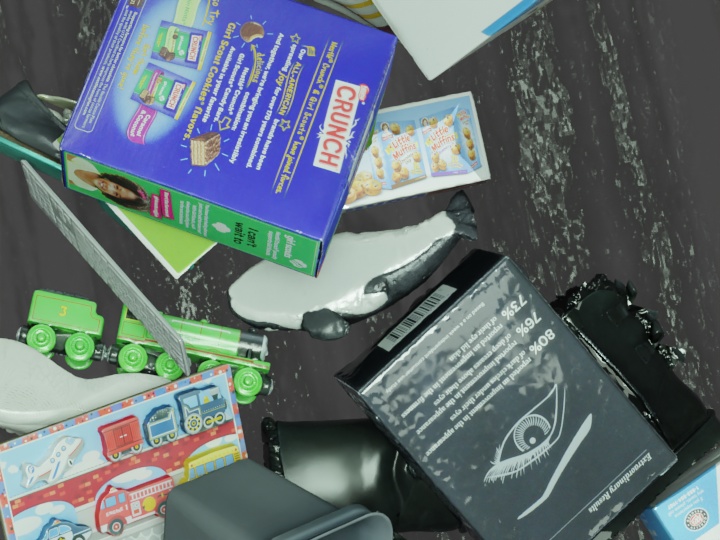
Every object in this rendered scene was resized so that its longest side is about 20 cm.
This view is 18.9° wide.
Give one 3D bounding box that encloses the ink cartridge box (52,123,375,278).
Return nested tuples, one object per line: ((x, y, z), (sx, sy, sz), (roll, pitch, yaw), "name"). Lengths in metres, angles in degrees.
((-0.109, -0.098, 1.620), (0.200, 0.076, 0.148), (-41, 78, -14), "ink cartridge box")

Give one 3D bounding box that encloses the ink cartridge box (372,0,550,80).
((0.105, -0.264, 1.604), (0.145, 0.147, 0.200), (54, 43, -1), "ink cartridge box")

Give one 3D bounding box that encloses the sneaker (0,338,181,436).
((-0.232, 0.113, 1.610), (0.198, 0.089, 0.076), (14, 42, -10), "sneaker")

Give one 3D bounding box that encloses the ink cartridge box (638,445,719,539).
((0.316, 0.236, 1.673), (0.116, 0.068, 0.201), (-32, 90, -8), "ink cartridge box")

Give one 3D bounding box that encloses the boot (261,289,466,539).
((0.005, 0.121, 1.639), (0.161, 0.073, 0.200), (-7, 88, -5), "boot")

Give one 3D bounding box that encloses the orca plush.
((0.000, 0.000, 1.659), (0.199, 0.071, 0.106), (-33, 63, 2), "orca plush")

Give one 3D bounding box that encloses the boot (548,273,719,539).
((0.172, 0.112, 1.663), (0.198, 0.073, 0.163), (-40, 93, -16), "boot")

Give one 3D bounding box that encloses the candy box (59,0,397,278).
((-0.093, -0.112, 1.545), (0.198, 0.077, 0.170), (19, 70, 4), "candy box")

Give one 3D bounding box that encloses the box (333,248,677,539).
((0.103, 0.106, 1.555), (0.148, 0.104, 0.200), (-41, 99, -6), "box")

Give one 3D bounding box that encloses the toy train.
((-0.161, 0.056, 1.644), (0.198, 0.042, 0.057), (12, 73, -6), "toy train")

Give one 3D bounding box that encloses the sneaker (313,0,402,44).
((0.020, -0.224, 1.662), (0.198, 0.090, 0.076), (17, 83, -5), "sneaker")

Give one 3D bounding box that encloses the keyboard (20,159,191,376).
((-0.189, -0.003, 1.598), (0.011, 0.056, 0.200), (-39, 67, -12), "keyboard")

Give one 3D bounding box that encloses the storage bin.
((-0.066, 0.234, 1.546), (0.145, 0.134, 0.202), (-19, 128, -39), "storage bin")

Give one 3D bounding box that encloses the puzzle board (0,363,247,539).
((-0.164, 0.169, 1.566), (0.199, 0.017, 0.152), (-19, 105, -30), "puzzle board")

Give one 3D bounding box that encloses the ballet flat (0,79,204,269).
((-0.191, -0.080, 1.637), (0.199, 0.073, 0.073), (32, 82, 0), "ballet flat")

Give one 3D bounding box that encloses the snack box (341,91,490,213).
((-0.002, -0.084, 1.681), (0.198, 0.024, 0.073), (-12, 85, -8), "snack box")
